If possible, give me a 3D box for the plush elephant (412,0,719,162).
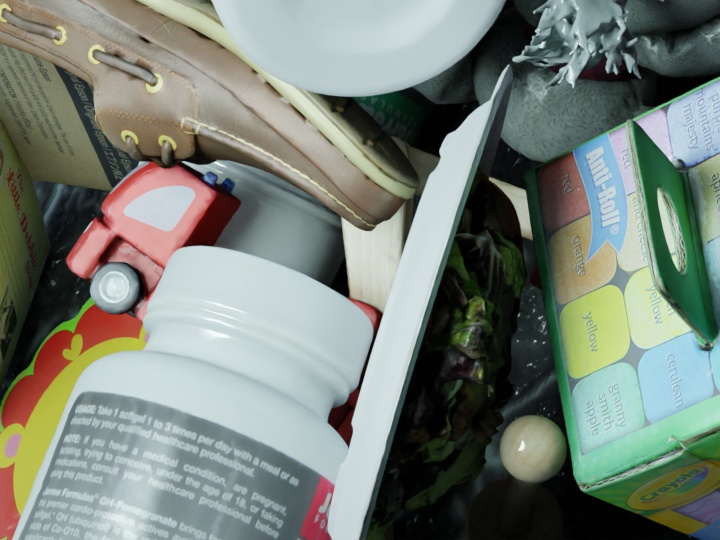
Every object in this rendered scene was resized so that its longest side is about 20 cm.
[{"bbox_3d":[0.100,-0.104,1.146,0.200,0.165,0.155,-52,-4,-32],"label":"plush elephant"}]

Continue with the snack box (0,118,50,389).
[{"bbox_3d":[-0.181,-0.019,1.310,0.037,0.200,0.116,10,58,11],"label":"snack box"}]

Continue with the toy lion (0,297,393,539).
[{"bbox_3d":[-0.086,0.082,1.290,0.200,0.069,0.192,-32,46,29],"label":"toy lion"}]

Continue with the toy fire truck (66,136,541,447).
[{"bbox_3d":[0.000,0.000,1.171,0.200,0.049,0.141,36,93,11],"label":"toy fire truck"}]

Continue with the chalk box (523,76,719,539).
[{"bbox_3d":[0.140,0.013,1.008,0.124,0.200,0.125,-26,57,33],"label":"chalk box"}]

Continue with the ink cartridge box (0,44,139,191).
[{"bbox_3d":[-0.102,-0.154,1.305,0.075,0.165,0.201,10,71,11],"label":"ink cartridge box"}]

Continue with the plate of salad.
[{"bbox_3d":[0.032,0.029,1.030,0.048,0.200,0.201,18,83,3],"label":"plate of salad"}]

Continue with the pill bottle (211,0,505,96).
[{"bbox_3d":[-0.016,-0.158,1.109,0.112,0.112,0.200,-47,31,18],"label":"pill bottle"}]

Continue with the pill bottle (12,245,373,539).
[{"bbox_3d":[-0.067,0.097,1.084,0.111,0.111,0.200,5,67,43],"label":"pill bottle"}]

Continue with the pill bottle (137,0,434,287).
[{"bbox_3d":[-0.017,-0.099,1.259,0.113,0.113,0.200,23,90,45],"label":"pill bottle"}]

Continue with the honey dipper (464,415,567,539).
[{"bbox_3d":[0.057,0.079,1.073,0.038,0.200,0.038,0,74,1],"label":"honey dipper"}]

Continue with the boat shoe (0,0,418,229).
[{"bbox_3d":[-0.065,-0.069,1.144,0.200,0.072,0.068,36,95,22],"label":"boat shoe"}]
